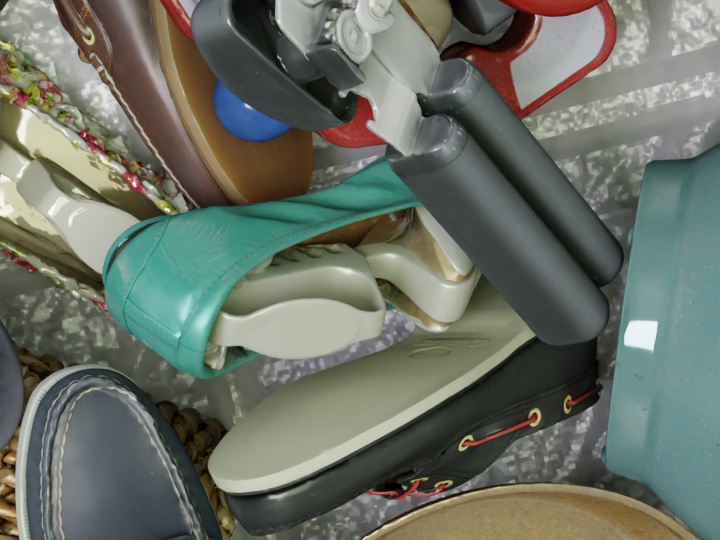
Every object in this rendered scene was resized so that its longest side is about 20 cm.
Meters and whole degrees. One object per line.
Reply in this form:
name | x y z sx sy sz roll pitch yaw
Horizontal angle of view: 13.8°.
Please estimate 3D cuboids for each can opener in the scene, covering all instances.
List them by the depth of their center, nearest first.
can opener | 0.023 -0.047 1.062 0.200 0.066 0.053 44 49 -31

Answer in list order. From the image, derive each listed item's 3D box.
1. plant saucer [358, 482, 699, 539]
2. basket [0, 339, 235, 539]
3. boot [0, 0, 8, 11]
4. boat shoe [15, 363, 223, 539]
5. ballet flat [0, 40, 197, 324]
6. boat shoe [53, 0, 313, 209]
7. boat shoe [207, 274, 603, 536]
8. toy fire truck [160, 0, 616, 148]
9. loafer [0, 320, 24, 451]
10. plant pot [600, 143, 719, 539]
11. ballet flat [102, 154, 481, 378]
plant saucer | 0.051 0.156 1.163 0.199 0.036 0.201 -6 123 -10
basket | -0.144 0.133 1.115 0.148 0.143 0.201 22 96 -9
boot | -0.178 -0.187 1.103 0.073 0.076 0.201 -20 110 4
boat shoe | -0.074 0.129 1.023 0.074 0.062 0.201 -8 85 -12
ballet flat | -0.127 -0.038 1.132 0.199 0.064 0.076 29 96 -8
boat shoe | -0.083 -0.108 1.129 0.070 0.070 0.201 -17 98 38
boat shoe | 0.024 0.056 1.111 0.201 0.073 0.064 -28 114 -45
toy fire truck | -0.003 -0.134 1.090 0.167 0.112 0.201 -33 106 -6
loafer | -0.195 -0.007 1.074 0.063 0.200 0.072 -7 134 -43
plant pot | 0.163 0.026 1.110 0.133 0.200 0.202 9 98 8
ballet flat | 0.000 0.000 1.107 0.199 0.070 0.068 -16 139 -34
